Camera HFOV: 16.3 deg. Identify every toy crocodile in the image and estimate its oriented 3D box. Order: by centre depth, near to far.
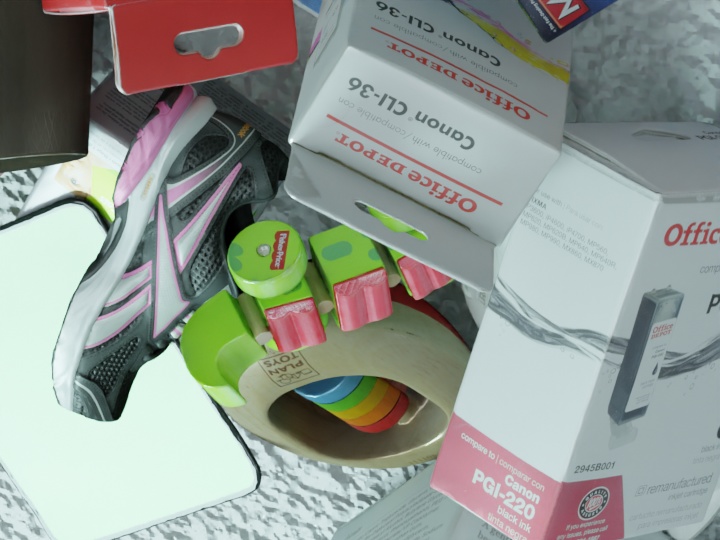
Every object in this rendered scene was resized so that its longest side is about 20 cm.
[{"bbox_3d":[0.000,0.000,1.261,0.199,0.062,0.068,-26,143,-5],"label":"toy crocodile"}]

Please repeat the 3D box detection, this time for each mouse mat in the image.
[{"bbox_3d":[-0.161,0.063,1.410,0.160,0.008,0.201,-20,111,32],"label":"mouse mat"}]

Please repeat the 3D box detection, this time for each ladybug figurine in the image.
[{"bbox_3d":[-0.007,0.048,1.383,0.135,0.072,0.200,-18,150,21],"label":"ladybug figurine"}]

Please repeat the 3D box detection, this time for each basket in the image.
[{"bbox_3d":[-0.205,-0.151,1.286,0.179,0.136,0.201,-8,90,-1],"label":"basket"}]

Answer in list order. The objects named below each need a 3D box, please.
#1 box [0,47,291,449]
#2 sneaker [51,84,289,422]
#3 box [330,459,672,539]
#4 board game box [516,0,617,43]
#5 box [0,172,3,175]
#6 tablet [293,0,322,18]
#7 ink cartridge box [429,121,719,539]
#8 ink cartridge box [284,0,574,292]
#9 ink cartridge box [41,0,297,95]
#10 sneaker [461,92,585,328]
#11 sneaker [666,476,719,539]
[{"bbox_3d":[-0.134,-0.014,1.418,0.112,0.101,0.200,36,128,-1],"label":"box"},{"bbox_3d":[-0.096,0.005,1.299,0.086,0.080,0.201,25,123,3],"label":"sneaker"},{"bbox_3d":[0.077,0.228,1.409,0.199,0.172,0.200,38,140,-12],"label":"box"},{"bbox_3d":[0.072,-0.215,1.138,0.199,0.062,0.200,-29,114,16],"label":"board game box"},{"bbox_3d":[-0.278,-0.077,1.435,0.128,0.109,0.200,46,126,-10],"label":"box"},{"bbox_3d":[0.067,-0.175,1.265,0.130,0.014,0.200,31,124,-15],"label":"tablet"},{"bbox_3d":[0.135,0.031,1.267,0.085,0.145,0.201,30,113,38],"label":"ink cartridge box"},{"bbox_3d":[0.036,-0.090,1.198,0.116,0.200,0.068,25,127,-11],"label":"ink cartridge box"},{"bbox_3d":[-0.102,-0.194,1.237,0.067,0.116,0.201,6,106,53],"label":"ink cartridge box"},{"bbox_3d":[0.089,-0.010,1.349,0.080,0.076,0.201,7,122,30],"label":"sneaker"},{"bbox_3d":[0.194,0.065,1.350,0.080,0.070,0.201,36,128,2],"label":"sneaker"}]
